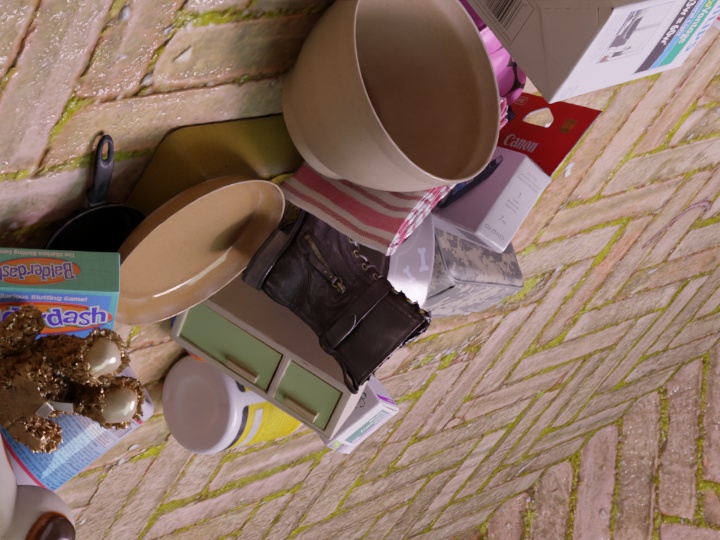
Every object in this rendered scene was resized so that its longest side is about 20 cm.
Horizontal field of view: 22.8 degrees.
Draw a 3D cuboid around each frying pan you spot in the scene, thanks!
[{"bbox_3d":[-0.252,-0.041,1.611,0.114,0.031,0.191,-31,143,-10],"label":"frying pan"}]

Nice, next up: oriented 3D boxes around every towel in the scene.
[{"bbox_3d":[0.031,-0.115,1.700,0.200,0.146,0.030,-49,145,-20],"label":"towel"}]

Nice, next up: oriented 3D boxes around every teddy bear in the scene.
[{"bbox_3d":[-0.281,0.093,1.557,0.198,0.067,0.145,-19,125,27],"label":"teddy bear"}]

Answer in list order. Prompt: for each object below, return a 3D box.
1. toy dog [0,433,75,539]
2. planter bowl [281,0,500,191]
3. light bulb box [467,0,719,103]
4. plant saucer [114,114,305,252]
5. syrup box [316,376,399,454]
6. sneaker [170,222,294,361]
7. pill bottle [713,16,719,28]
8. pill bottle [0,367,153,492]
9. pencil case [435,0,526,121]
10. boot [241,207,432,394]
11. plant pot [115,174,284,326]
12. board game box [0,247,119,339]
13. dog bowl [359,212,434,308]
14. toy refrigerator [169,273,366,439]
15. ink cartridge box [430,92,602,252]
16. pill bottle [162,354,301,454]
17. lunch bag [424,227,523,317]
[{"bbox_3d":[-0.364,0.218,1.712,0.194,0.200,0.139,-51,-168,-27],"label":"toy dog"},{"bbox_3d":[0.014,-0.159,1.618,0.134,0.202,0.199,-18,175,39],"label":"planter bowl"},{"bbox_3d":[0.209,-0.281,1.633,0.199,0.199,0.125,-18,154,-40],"label":"light bulb box"},{"bbox_3d":[-0.143,-0.060,1.727,0.199,0.049,0.200,-13,148,-48],"label":"plant saucer"},{"bbox_3d":[-0.050,0.100,1.997,0.079,0.201,0.081,-39,160,7],"label":"syrup box"},{"bbox_3d":[-0.121,0.022,1.902,0.200,0.076,0.078,-44,155,10],"label":"sneaker"},{"bbox_3d":[0.447,-0.361,1.961,0.108,0.109,0.201,-24,156,-31],"label":"pill bottle"},{"bbox_3d":[-0.317,0.161,1.814,0.199,0.109,0.109,-37,159,-1],"label":"pill bottle"},{"bbox_3d":[0.113,-0.221,1.761,0.093,0.091,0.200,-36,157,-2],"label":"pencil case"},{"bbox_3d":[0.000,0.000,1.737,0.200,0.174,0.069,-50,173,-14],"label":"boot"},{"bbox_3d":[-0.159,-0.024,1.670,0.199,0.028,0.200,-32,159,-14],"label":"plant pot"},{"bbox_3d":[-0.300,0.053,1.611,0.150,0.045,0.201,2,146,-12],"label":"board game box"},{"bbox_3d":[0.015,-0.013,1.863,0.058,0.202,0.201,7,138,-25],"label":"dog bowl"},{"bbox_3d":[-0.091,0.081,1.816,0.070,0.199,0.076,-49,168,-52],"label":"toy refrigerator"},{"bbox_3d":[0.136,-0.116,1.831,0.045,0.200,0.177,37,85,-25],"label":"ink cartridge box"},{"bbox_3d":[-0.127,0.144,2.084,0.199,0.115,0.114,-6,143,-54],"label":"pill bottle"},{"bbox_3d":[0.065,-0.009,2.049,0.167,0.141,0.199,-29,162,28],"label":"lunch bag"}]
